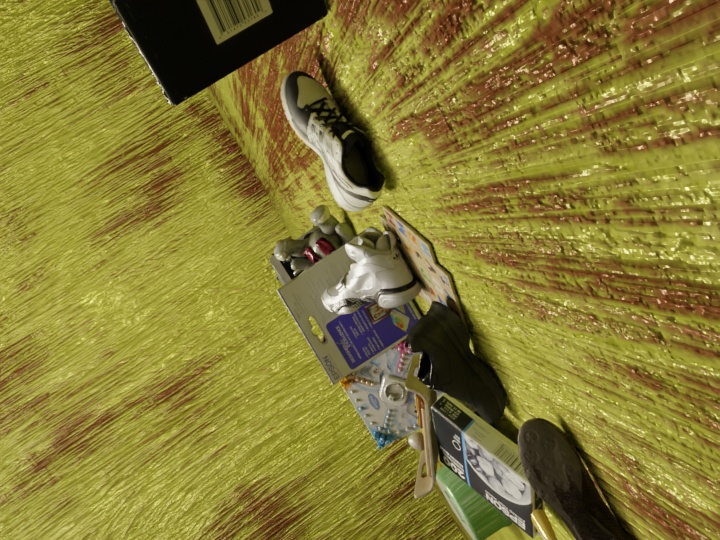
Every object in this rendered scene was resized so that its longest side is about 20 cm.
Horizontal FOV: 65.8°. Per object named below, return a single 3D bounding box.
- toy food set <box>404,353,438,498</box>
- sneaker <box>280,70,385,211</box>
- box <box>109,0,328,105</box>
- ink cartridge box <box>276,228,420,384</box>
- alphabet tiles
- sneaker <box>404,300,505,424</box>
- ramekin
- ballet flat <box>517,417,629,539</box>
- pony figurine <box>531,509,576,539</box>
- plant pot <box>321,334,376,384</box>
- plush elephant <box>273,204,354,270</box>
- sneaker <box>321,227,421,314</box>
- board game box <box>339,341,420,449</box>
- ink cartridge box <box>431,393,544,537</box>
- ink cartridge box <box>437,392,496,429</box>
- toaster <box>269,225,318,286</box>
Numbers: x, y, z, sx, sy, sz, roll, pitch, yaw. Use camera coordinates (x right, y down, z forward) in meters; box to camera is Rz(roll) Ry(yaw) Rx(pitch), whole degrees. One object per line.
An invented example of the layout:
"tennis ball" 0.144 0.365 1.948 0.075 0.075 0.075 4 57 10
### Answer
"toy food set" 0.104 0.271 0.991 0.144 0.059 0.206 -47 -48 -72
"sneaker" -0.028 -0.178 0.726 0.203 0.075 0.087 57 156 -9
"box" -0.173 -0.318 0.593 0.199 0.198 0.124 51 170 36
"ink cartridge box" -0.017 0.063 0.992 0.201 0.197 0.043 59 180 -2
"alphabet tiles" 0.087 -0.003 0.809 0.200 0.006 0.169 49 167 52
"sneaker" 0.128 0.142 0.775 0.202 0.090 0.076 55 168 -15
"ramekin" 0.265 0.544 1.338 0.202 0.096 0.201 57 171 14
"ballet flat" 0.246 0.256 0.635 0.202 0.067 0.046 56 -157 4
"pony figurine" 0.290 0.419 0.679 0.196 0.164 0.200 62 -172 -10
"plant pot" 0.030 0.214 1.318 0.201 0.199 0.199 50 176 42
"plush elephant" -0.060 -0.009 1.163 0.198 0.163 0.158 21 -139 -54
"sneaker" 0.000 0.000 0.887 0.197 0.075 0.117 -9 109 43
"board game box" 0.070 0.254 1.161 0.203 0.197 0.026 58 -162 -7
"ink cartridge box" 0.201 0.319 0.877 0.197 0.043 0.204 31 146 44
"ink cartridge box" 0.192 0.275 1.021 0.095 0.044 0.200 59 171 -5
"toaster" -0.154 -0.011 1.595 0.120 0.179 0.201 53 170 15
